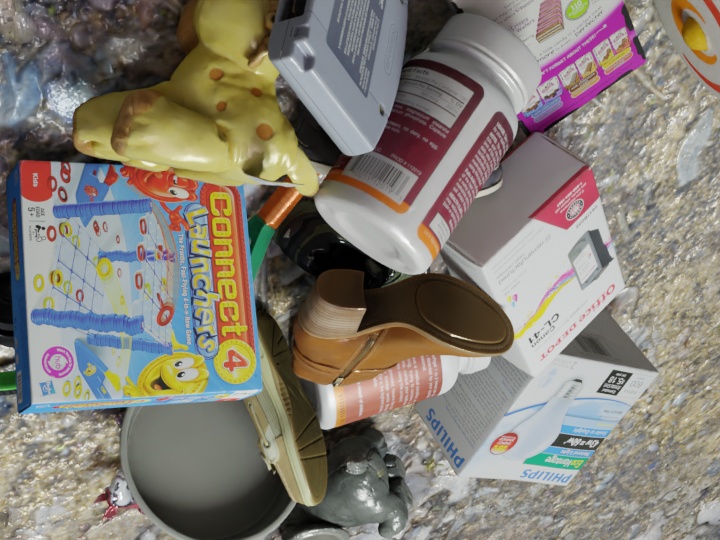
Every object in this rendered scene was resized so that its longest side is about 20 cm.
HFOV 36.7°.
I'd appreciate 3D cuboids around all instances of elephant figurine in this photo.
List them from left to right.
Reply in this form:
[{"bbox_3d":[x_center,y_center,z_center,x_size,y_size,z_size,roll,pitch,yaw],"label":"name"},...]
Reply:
[{"bbox_3d":[-0.048,0.282,1.299,0.199,0.142,0.156,-25,110,16],"label":"elephant figurine"}]

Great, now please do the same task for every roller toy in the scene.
[{"bbox_3d":[0.354,-0.247,0.988,0.139,0.200,0.183,-31,124,1],"label":"roller toy"}]

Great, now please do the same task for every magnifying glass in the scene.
[{"bbox_3d":[-0.101,-0.029,1.021,0.200,0.080,0.022,-52,136,7],"label":"magnifying glass"}]

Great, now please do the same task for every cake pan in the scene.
[{"bbox_3d":[-0.151,0.184,1.110,0.199,0.201,0.037,-2,160,-28],"label":"cake pan"}]

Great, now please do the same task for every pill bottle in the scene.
[{"bbox_3d":[0.034,0.092,1.169,0.199,0.112,0.113,-14,135,-17],"label":"pill bottle"},{"bbox_3d":[0.060,-0.108,0.908,0.200,0.114,0.114,-55,138,-13],"label":"pill bottle"}]

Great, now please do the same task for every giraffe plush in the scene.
[{"bbox_3d":[-0.108,-0.154,0.840,0.172,0.199,0.163,11,89,-60],"label":"giraffe plush"}]

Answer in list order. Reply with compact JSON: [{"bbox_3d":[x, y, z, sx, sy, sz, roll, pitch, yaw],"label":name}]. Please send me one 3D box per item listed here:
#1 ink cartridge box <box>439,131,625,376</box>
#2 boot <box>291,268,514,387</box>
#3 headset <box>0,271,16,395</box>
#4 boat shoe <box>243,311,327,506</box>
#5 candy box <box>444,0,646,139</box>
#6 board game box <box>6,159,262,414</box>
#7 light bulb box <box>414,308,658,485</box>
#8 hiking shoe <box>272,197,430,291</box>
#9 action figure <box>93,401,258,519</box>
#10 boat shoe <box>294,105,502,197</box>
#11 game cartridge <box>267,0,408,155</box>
[{"bbox_3d":[0.170,-0.012,1.069,0.148,0.086,0.200,-43,138,-9],"label":"ink cartridge box"},{"bbox_3d":[0.033,0.068,1.034,0.199,0.074,0.155,15,144,-5],"label":"boot"},{"bbox_3d":[-0.289,0.061,0.974,0.199,0.094,0.124,-23,138,4],"label":"headset"},{"bbox_3d":[-0.091,0.145,1.102,0.063,0.202,0.073,-22,178,19],"label":"boat shoe"},{"bbox_3d":[0.164,-0.230,0.983,0.136,0.061,0.200,-34,138,6],"label":"candy box"},{"bbox_3d":[-0.190,0.013,0.915,0.195,0.201,0.056,-1,167,-29],"label":"board game box"},{"bbox_3d":[0.209,0.143,1.305,0.197,0.125,0.201,12,122,-37],"label":"light bulb box"},{"bbox_3d":[0.000,0.000,1.074,0.199,0.101,0.076,17,120,-39],"label":"hiking shoe"},{"bbox_3d":[-0.195,0.215,1.185,0.199,0.135,0.149,-21,164,-11],"label":"action figure"},{"bbox_3d":[0.037,-0.113,0.981,0.199,0.073,0.063,9,125,-5],"label":"boat shoe"},{"bbox_3d":[-0.010,-0.196,0.838,0.041,0.201,0.133,-5,146,25],"label":"game cartridge"}]
